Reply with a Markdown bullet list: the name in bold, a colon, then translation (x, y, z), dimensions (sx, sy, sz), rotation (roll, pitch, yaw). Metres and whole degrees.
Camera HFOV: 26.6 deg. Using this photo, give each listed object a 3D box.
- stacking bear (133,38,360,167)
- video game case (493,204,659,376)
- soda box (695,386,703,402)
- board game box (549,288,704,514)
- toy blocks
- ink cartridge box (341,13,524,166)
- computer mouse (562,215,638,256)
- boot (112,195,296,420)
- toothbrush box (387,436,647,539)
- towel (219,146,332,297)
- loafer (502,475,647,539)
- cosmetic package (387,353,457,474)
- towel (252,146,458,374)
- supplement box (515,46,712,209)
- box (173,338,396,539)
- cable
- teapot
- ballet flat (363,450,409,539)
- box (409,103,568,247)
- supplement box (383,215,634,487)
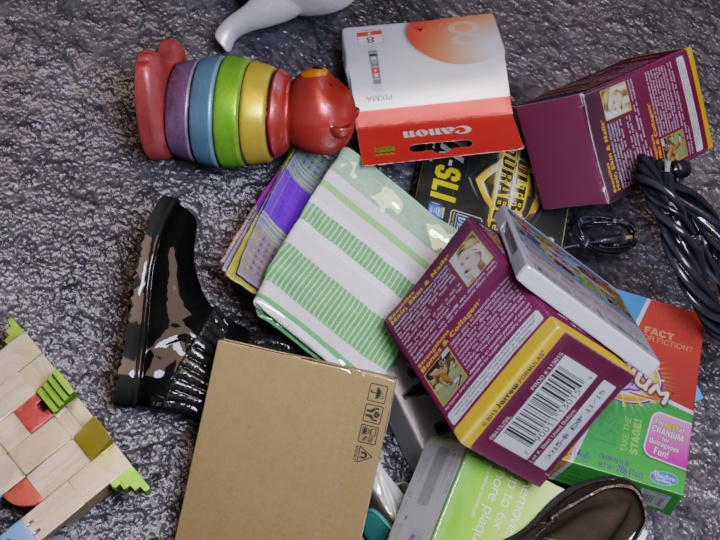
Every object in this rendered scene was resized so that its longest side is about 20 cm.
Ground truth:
- **stacking bear**: translation (-0.102, -0.153, 1.444), dimensions (0.198, 0.122, 0.115), rotation (4, 107, 8)
- **video game case**: translation (0.184, 0.013, 1.328), dimensions (0.143, 0.200, 0.018), rotation (36, 103, -10)
- **soda box**: translation (0.222, 0.131, 1.463), dimensions (0.199, 0.064, 0.068), rotation (-16, 72, -21)
- **board game box**: translation (0.232, 0.110, 1.408), dimensions (0.152, 0.040, 0.201), rotation (16, 54, 0)
- **toy blocks**: translation (-0.295, 0.157, 1.312), dimensions (0.136, 0.100, 0.200), rotation (-38, 81, -14)
- **ink cartridge box**: translation (0.067, -0.182, 1.499), dimensions (0.161, 0.050, 0.201), rotation (-6, 35, -2)
- **computer mouse**: translation (0.187, -0.018, 1.482), dimensions (0.199, 0.034, 0.059), rotation (-18, 73, -20)
- **boot**: translation (-0.134, 0.043, 1.399), dimensions (0.156, 0.079, 0.213), rotation (9, 73, -5)
- **toothbrush box**: translation (0.130, 0.252, 1.329), dimensions (0.199, 0.086, 0.147), rotation (29, 77, -22)
- **towel**: translation (-0.042, -0.023, 1.447), dimensions (0.143, 0.023, 0.201), rotation (40, 48, -13)
- **loafer**: translation (0.167, 0.238, 1.260), dimensions (0.199, 0.071, 0.073), rotation (-29, 99, -23)
- **cosmetic package**: translation (0.085, 0.161, 1.422), dimensions (0.082, 0.051, 0.201), rotation (-20, 74, -20)
- **towel**: translation (0.000, 0.000, 1.412), dimensions (0.152, 0.023, 0.201), rotation (37, 59, -9)
- **supplement box**: translation (0.257, -0.144, 1.525), dimensions (0.199, 0.085, 0.111), rotation (-26, 104, -42)
- **box**: translation (-0.068, 0.173, 1.335), dimensions (0.162, 0.021, 0.202), rotation (13, 94, -1)
- **cable**: translation (0.321, -0.022, 1.436), dimensions (0.051, 0.163, 0.201), rotation (-25, 72, 20)
- **teapot**: translation (-0.084, -0.352, 1.546), dimensions (0.145, 0.199, 0.200), rotation (-2, 29, 24)
- **ballet flat**: translation (0.012, 0.200, 1.386), dimensions (0.069, 0.069, 0.200), rotation (-37, 84, -25)
- **box**: translation (0.131, -0.076, 1.537), dimensions (0.158, 0.049, 0.201), rotation (16, 65, -5)
- **supplement box**: translation (0.122, 0.067, 1.311), dimensions (0.103, 0.131, 0.200), rotation (30, 16, -32)
